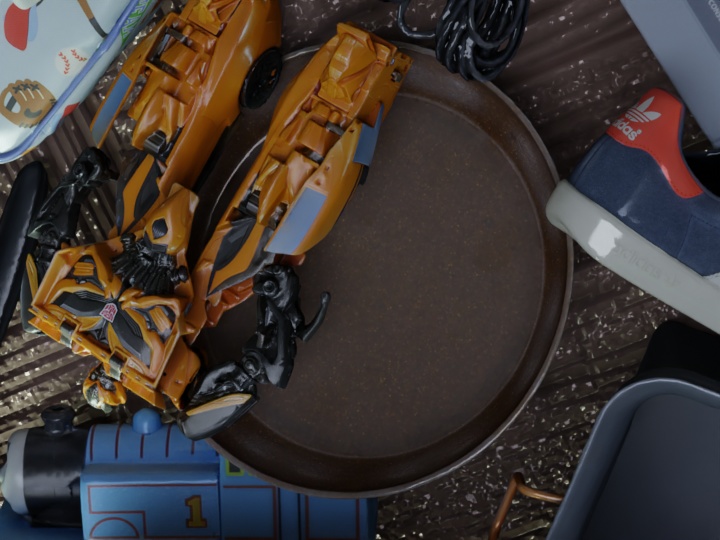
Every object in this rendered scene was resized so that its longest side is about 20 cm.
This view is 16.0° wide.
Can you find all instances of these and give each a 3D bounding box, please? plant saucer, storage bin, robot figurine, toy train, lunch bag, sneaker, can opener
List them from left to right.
[{"bbox_3d":[-0.191,0.040,1.175,0.063,0.079,0.201,9,100,-28],"label":"can opener"},{"bbox_3d":[-0.154,-0.160,1.107,0.160,0.076,0.200,38,111,-3],"label":"lunch bag"},{"bbox_3d":[-0.080,0.118,1.186,0.198,0.087,0.115,0,104,5],"label":"toy train"},{"bbox_3d":[-0.070,-0.030,1.102,0.144,0.058,0.201,30,92,22],"label":"robot figurine"},{"bbox_3d":[0.000,0.000,1.124,0.199,0.034,0.202,-2,83,17],"label":"plant saucer"},{"bbox_3d":[0.131,0.121,1.129,0.145,0.134,0.201,21,110,1],"label":"storage bin"},{"bbox_3d":[0.174,-0.010,1.087,0.199,0.075,0.085,29,98,-34],"label":"sneaker"}]

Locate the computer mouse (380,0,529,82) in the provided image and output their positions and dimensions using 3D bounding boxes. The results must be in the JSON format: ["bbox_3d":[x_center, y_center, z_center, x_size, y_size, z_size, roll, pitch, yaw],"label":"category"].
[{"bbox_3d":[-0.005,-0.171,1.043,0.199,0.053,0.139,18,84,-15],"label":"computer mouse"}]

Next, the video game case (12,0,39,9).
[{"bbox_3d":[-0.118,-0.228,1.019,0.182,0.023,0.200,-38,67,-4],"label":"video game case"}]

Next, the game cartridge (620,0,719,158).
[{"bbox_3d":[0.173,-0.134,1.066,0.133,0.041,0.200,-26,118,19],"label":"game cartridge"}]
